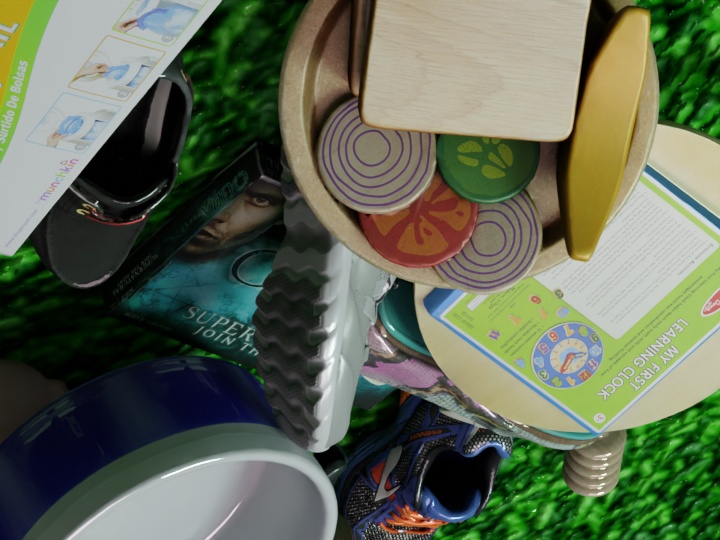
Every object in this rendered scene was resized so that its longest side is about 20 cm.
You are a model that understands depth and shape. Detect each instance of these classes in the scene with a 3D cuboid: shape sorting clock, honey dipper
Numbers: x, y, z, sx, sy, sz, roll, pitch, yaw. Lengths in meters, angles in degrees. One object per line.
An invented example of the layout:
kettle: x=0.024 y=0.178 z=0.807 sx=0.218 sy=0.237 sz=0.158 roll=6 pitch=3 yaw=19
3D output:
shape sorting clock: x=0.127 y=0.003 z=1.354 sx=0.199 sy=0.039 sz=0.201 roll=0 pitch=123 yaw=-1
honey dipper: x=0.149 y=0.066 z=1.561 sx=0.038 sy=0.038 sz=0.200 roll=-8 pitch=141 yaw=-9

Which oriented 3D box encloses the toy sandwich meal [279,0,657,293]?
toy sandwich meal: x=0.056 y=-0.083 z=1.233 sx=0.204 sy=0.070 sz=0.206 roll=-1 pitch=105 yaw=-3

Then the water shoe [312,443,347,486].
water shoe: x=-0.098 y=0.108 z=1.511 sx=0.199 sy=0.072 sz=0.079 roll=7 pitch=136 yaw=-41

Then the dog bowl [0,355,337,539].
dog bowl: x=-0.117 y=0.143 z=1.405 sx=0.199 sy=0.079 sz=0.201 roll=-22 pitch=142 yaw=-18

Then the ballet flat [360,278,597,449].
ballet flat: x=0.052 y=0.054 z=1.452 sx=0.200 sy=0.069 sz=0.071 roll=25 pitch=146 yaw=-37

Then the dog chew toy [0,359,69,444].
dog chew toy: x=-0.250 y=0.112 z=1.424 sx=0.199 sy=0.125 sz=0.125 roll=-25 pitch=143 yaw=-1

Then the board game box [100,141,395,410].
board game box: x=-0.025 y=0.007 z=1.432 sx=0.200 sy=0.028 sz=0.135 roll=21 pitch=131 yaw=-39

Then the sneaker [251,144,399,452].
sneaker: x=0.000 y=0.000 z=1.337 sx=0.082 sy=0.075 sz=0.201 roll=-1 pitch=110 yaw=-33

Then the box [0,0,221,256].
box: x=-0.159 y=-0.115 z=1.160 sx=0.101 sy=0.113 sz=0.200 roll=15 pitch=135 yaw=-33

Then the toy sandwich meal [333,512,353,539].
toy sandwich meal: x=-0.093 y=0.194 z=1.569 sx=0.204 sy=0.205 sz=0.071 roll=-3 pitch=104 yaw=-15

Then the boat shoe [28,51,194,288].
boat shoe: x=-0.130 y=-0.053 z=1.293 sx=0.073 sy=0.063 sz=0.202 roll=-3 pitch=143 yaw=-20

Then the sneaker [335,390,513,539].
sneaker: x=0.039 y=0.127 z=1.568 sx=0.075 sy=0.079 sz=0.200 roll=2 pitch=140 yaw=-20
